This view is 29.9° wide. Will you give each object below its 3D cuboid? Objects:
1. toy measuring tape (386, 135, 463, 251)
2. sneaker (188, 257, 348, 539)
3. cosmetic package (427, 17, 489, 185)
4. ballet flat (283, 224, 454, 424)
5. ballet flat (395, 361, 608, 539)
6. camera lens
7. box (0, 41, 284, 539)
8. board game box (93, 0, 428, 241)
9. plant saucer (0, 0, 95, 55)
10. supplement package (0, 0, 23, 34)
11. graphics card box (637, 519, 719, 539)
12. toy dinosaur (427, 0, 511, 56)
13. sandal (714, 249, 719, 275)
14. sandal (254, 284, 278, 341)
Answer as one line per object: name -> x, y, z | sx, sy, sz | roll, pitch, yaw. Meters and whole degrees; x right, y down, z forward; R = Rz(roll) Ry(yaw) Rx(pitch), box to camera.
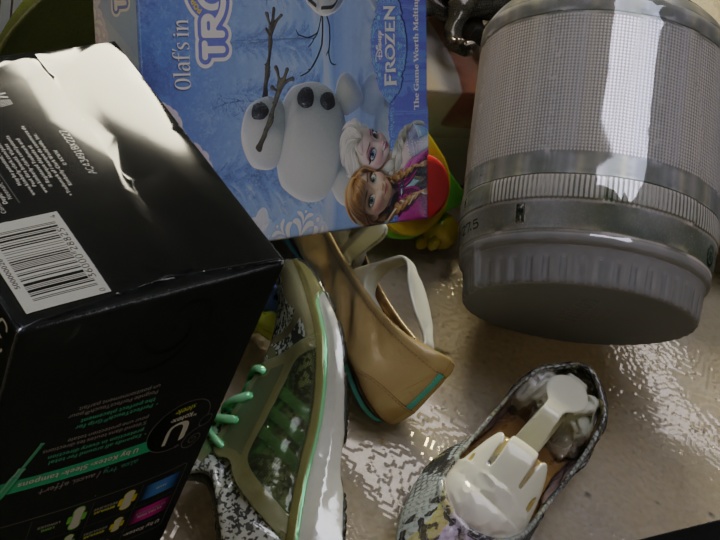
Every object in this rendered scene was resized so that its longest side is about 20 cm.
toy measuring tape -> 0.002, -0.081, 0.859 | 0.200, 0.073, 0.074 | 52, 28, -30
sneaker -> -0.052, 0.082, 0.664 | 0.088, 0.077, 0.201 | 2, 62, -6
cosmetic package -> 0.076, -0.125, 0.979 | 0.199, 0.087, 0.104 | -1, 46, -31
ballet flat -> 0.000, 0.000, 0.811 | 0.069, 0.063, 0.200 | 34, 24, -55
ballet flat -> 0.083, 0.106, 0.745 | 0.072, 0.072, 0.200 | 37, 40, 11
camera lens -> 0.146, -0.068, 0.845 | 0.159, 0.160, 0.201 | 13, 74, -18
box -> -0.147, 0.028, 0.590 | 0.124, 0.200, 0.149 | -15, 55, -39
board game box -> -0.045, -0.117, 0.711 | 0.199, 0.201, 0.043 | -10, 13, -42
plant saucer -> -0.125, -0.134, 0.780 | 0.200, 0.200, 0.031 | -11, 63, -38
supplement package -> -0.247, -0.217, 0.807 | 0.199, 0.151, 0.152 | -1, 21, -31
graphics card box -> 0.153, 0.202, 0.693 | 0.199, 0.051, 0.126 | -6, 49, -33
toy dinosaur -> 0.082, -0.195, 0.942 | 0.200, 0.077, 0.102 | -26, 60, -8
sandal -> 0.213, -0.024, 0.970 | 0.199, 0.080, 0.054 | 18, 61, -18
sandal -> -0.091, -0.036, 0.770 | 0.200, 0.080, 0.087 | 39, 82, 9
